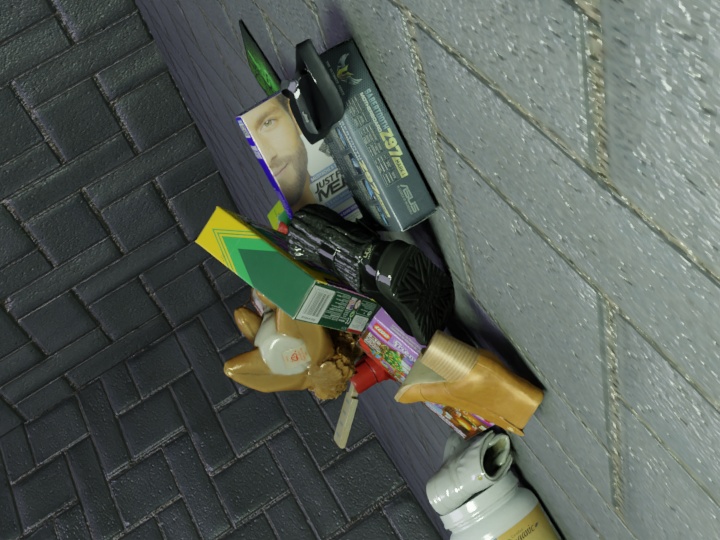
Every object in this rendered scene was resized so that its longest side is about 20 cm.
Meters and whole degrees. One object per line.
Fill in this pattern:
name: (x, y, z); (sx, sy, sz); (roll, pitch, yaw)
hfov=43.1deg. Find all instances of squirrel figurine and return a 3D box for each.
squirrel figurine: (-0.089, 0.090, 1.315); (0.198, 0.143, 0.187); (29, -166, -19)

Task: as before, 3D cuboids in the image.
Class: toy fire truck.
toy fire truck: (0.013, 0.184, 1.531); (0.130, 0.198, 0.176); (59, 171, -3)

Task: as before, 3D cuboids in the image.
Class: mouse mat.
mouse mat: (-0.141, -0.293, 1.483); (0.202, 0.007, 0.161); (57, 171, 15)

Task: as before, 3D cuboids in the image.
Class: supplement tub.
supplement tub: (0.213, 0.398, 1.271); (0.202, 0.143, 0.145); (57, 171, 9)

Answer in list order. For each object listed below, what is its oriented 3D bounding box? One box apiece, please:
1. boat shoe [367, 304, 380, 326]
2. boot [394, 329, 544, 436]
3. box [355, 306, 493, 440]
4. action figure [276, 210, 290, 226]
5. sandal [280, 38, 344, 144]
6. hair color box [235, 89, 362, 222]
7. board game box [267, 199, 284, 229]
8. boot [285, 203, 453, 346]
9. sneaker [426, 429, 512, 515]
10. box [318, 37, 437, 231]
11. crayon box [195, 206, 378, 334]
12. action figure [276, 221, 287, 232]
boat shoe: (0.042, 0.080, 1.282); (0.073, 0.061, 0.202); (24, 143, 4)
boot: (0.120, 0.144, 1.029); (0.142, 0.071, 0.202); (33, 157, 3)
box: (0.089, 0.130, 1.174); (0.199, 0.039, 0.137); (40, 158, 5)
action figure: (-0.051, -0.032, 1.544); (0.200, 0.055, 0.118); (43, -146, 3)
sandal: (-0.055, -0.171, 0.942); (0.077, 0.042, 0.200); (60, 170, 7)
hair color box: (-0.073, -0.146, 1.236); (0.203, 0.108, 0.065); (61, 172, -13)
board game box: (-0.079, -0.028, 1.599); (0.048, 0.100, 0.203); (-44, 60, 36)
boot: (0.016, 0.003, 1.065); (0.156, 0.080, 0.212); (20, 160, 32)
sneaker: (0.173, 0.259, 1.284); (0.074, 0.115, 0.200); (51, -152, -4)
box: (0.002, -0.141, 1.006); (0.203, 0.050, 0.158); (62, 172, -8)
crayon box: (-0.088, 0.004, 1.157); (0.171, 0.059, 0.199); (35, -175, 25)
action figure: (-0.052, 0.007, 1.443); (0.196, 0.101, 0.065); (22, 180, 0)
